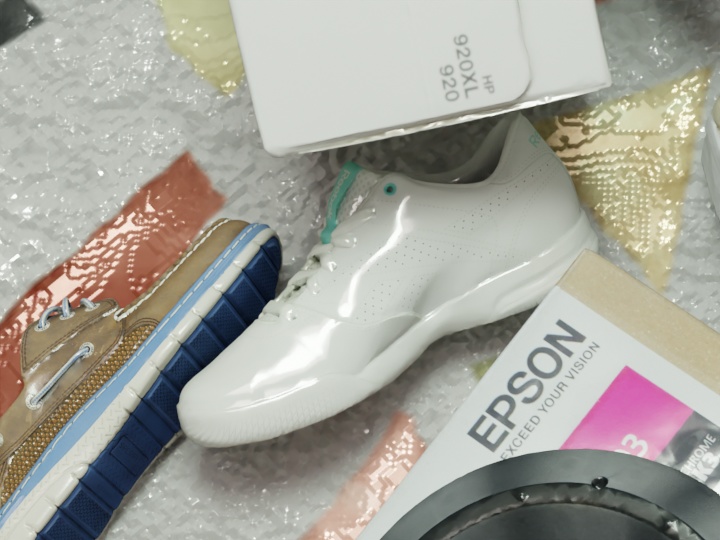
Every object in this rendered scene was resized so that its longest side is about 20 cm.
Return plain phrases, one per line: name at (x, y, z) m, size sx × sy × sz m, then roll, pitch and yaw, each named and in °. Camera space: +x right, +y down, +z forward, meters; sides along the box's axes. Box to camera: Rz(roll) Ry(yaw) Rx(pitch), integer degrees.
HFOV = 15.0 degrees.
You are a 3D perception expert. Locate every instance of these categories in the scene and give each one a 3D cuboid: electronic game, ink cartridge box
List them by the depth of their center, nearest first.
electronic game at (0.077, 0.165, 1.042) m, size 0.199 × 0.042 × 0.201 m, roll -7°, pitch 67°, yaw 17°
ink cartridge box at (0.100, 0.118, 1.122) m, size 0.165 × 0.075 × 0.200 m, roll 34°, pitch 76°, yaw 20°
ink cartridge box at (0.017, -0.144, 1.159) m, size 0.144 × 0.200 × 0.148 m, roll -13°, pitch 100°, yaw 3°

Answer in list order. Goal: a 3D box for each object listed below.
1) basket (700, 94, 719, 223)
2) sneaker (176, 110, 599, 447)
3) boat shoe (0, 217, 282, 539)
basket at (0.228, -0.032, 1.098) m, size 0.135 × 0.124 × 0.200 m, roll -5°, pitch 44°, yaw -9°
sneaker at (0.000, 0.000, 1.175) m, size 0.200 × 0.075 × 0.089 m, roll -29°, pitch 108°, yaw -12°
boat shoe at (-0.115, 0.048, 1.190) m, size 0.072 × 0.072 × 0.200 m, roll 34°, pitch 75°, yaw 23°
